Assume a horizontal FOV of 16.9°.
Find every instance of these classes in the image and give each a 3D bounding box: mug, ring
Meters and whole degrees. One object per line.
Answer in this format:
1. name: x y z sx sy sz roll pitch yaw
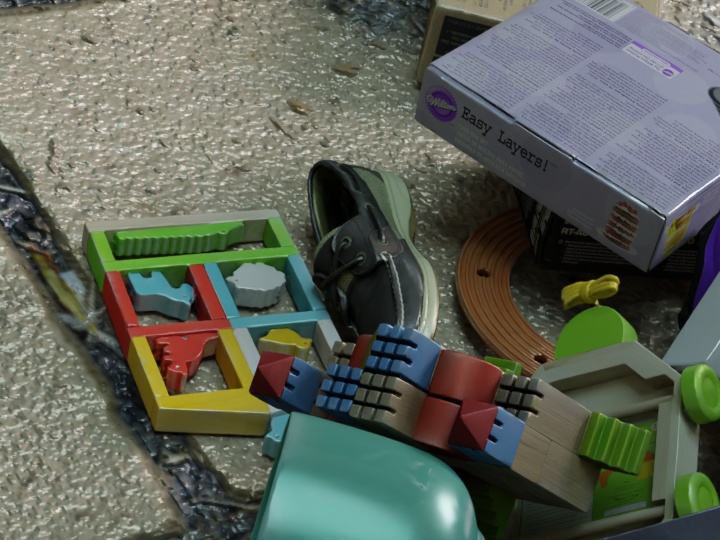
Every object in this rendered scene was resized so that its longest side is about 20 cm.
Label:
1. mug: -0.007 0.176 1.241 0.114 0.186 0.152 16 14 -2
2. ring: 0.157 0.024 1.558 0.199 0.019 0.201 9 40 -8

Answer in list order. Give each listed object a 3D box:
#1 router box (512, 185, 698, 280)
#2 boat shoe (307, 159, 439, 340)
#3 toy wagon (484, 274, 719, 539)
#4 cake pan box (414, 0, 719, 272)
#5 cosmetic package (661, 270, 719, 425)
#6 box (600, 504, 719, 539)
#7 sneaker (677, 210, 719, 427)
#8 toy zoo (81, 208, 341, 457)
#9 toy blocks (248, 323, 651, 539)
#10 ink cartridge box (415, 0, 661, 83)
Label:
1. router box: 0.201 -0.064 1.614 0.199 0.062 0.150 4 40 -14
2. boat shoe: 0.000 -0.001 1.490 0.066 0.072 0.201 19 30 -20
3. toy wagon: 0.130 0.095 1.354 0.040 0.155 0.201 42 45 -39
4. cake pan box: 0.159 -0.102 1.556 0.200 0.052 0.184 34 41 21
5. cosmetic package: 0.284 0.026 1.418 0.151 0.052 0.200 42 68 -17
6. box: 0.153 0.257 1.135 0.123 0.201 0.199 -11 44 -27
7. sneaker: 0.237 0.055 1.478 0.069 0.099 0.201 5 80 -29
8. toy zoo: -0.081 0.037 1.468 0.131 0.021 0.200 -4 42 -22
9. toy blocks: 0.035 0.074 1.309 0.199 0.100 0.137 9 -17 42
10. ink cartridge box: 0.135 -0.199 1.774 0.164 0.075 0.200 15 38 -2
